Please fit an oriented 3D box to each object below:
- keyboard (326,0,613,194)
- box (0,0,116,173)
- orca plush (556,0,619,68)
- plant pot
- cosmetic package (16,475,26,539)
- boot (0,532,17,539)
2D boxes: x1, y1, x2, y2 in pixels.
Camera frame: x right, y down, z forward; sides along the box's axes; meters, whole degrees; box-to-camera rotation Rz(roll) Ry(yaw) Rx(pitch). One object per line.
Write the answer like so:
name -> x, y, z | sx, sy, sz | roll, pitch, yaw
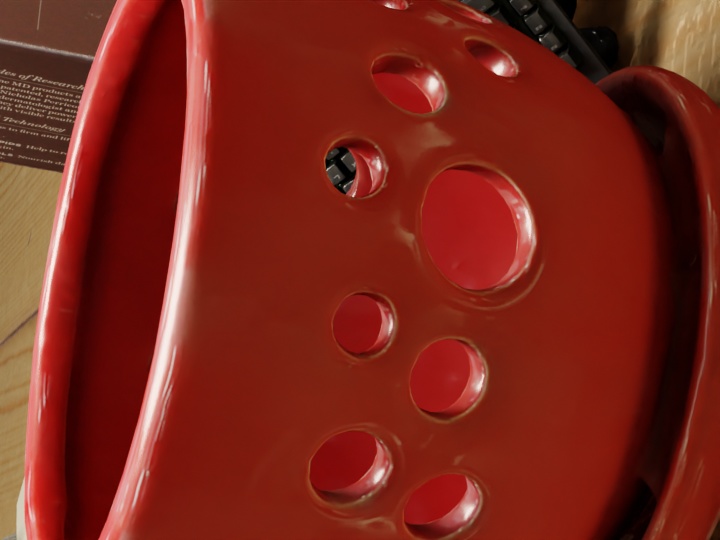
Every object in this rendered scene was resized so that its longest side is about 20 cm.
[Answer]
keyboard -> 0.008, -0.011, 0.808 | 0.200, 0.127, 0.021 | -36, 12, 24
box -> -0.198, -0.177, 1.582 | 0.200, 0.164, 0.166 | 134, 143, -63
orca plush -> 0.068, -0.093, 0.823 | 0.105, 0.071, 0.200 | 10, -77, -61
plant pot -> 0.009, 0.015, 0.686 | 0.200, 0.182, 0.201 | -170, 90, -75
cosmetic package -> -0.115, 0.120, 1.173 | 0.200, 0.103, 0.073 | -153, 80, -79
boot -> -0.159, 0.209, 1.188 | 0.182, 0.073, 0.200 | 60, 174, 2
